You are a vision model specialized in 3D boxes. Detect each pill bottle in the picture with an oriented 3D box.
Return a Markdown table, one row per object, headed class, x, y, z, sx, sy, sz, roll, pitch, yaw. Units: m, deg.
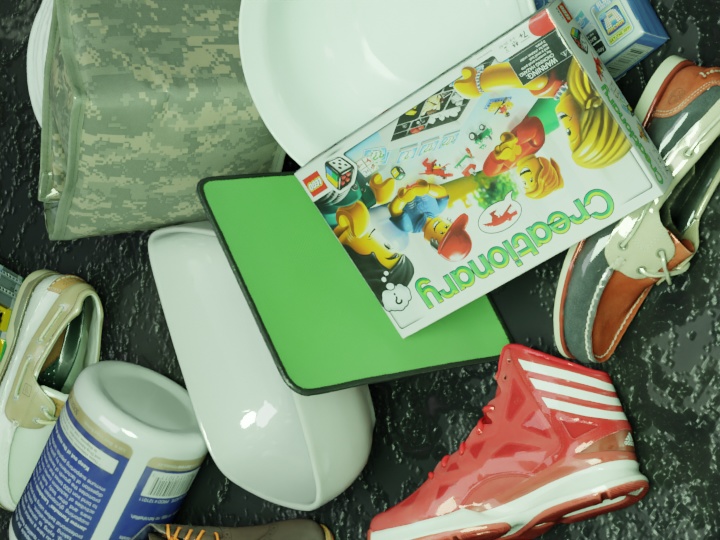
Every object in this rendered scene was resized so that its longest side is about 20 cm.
| class | x | y | z | sx | sy | sz | roll | pitch | yaw |
| --- | --- | --- | --- | --- | --- | --- | --- | --- | --- |
| pill bottle | -0.202 | 0.181 | 1.244 | 0.116 | 0.115 | 0.201 | 40 | 110 | 32 |

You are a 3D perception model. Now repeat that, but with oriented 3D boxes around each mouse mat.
| class | x | y | z | sx | sy | sz | roll | pitch | yaw |
| --- | --- | --- | --- | --- | --- | --- | --- | --- | --- |
| mouse mat | 0.000 | 0.000 | 1.047 | 0.008 | 0.199 | 0.162 | -47 | 61 | 41 |

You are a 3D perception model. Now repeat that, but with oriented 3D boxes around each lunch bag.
| class | x | y | z | sx | sy | sz | roll | pitch | yaw |
| --- | --- | --- | --- | --- | --- | --- | --- | --- | --- |
| lunch bag | -0.140 | -0.098 | 1.142 | 0.201 | 0.162 | 0.119 | 112 | 148 | -52 |

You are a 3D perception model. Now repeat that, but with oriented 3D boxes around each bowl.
| class | x | y | z | sx | sy | sz | roll | pitch | yaw |
| --- | --- | --- | --- | --- | --- | --- | --- | --- | --- |
| bowl | -0.063 | 0.055 | 1.121 | 0.199 | 0.074 | 0.202 | 4 | 112 | 61 |
| bowl | 0.030 | -0.151 | 1.023 | 0.199 | 0.090 | 0.203 | 9 | 115 | 19 |

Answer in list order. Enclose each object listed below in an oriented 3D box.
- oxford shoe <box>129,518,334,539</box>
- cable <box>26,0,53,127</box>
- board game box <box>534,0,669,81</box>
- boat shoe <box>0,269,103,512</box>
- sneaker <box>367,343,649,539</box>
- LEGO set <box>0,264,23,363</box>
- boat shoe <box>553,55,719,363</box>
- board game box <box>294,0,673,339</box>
| class | x | y | z | sx | sy | sz | roll | pitch | yaw |
| --- | --- | --- | --- | --- | --- | --- | --- | --- | --- |
| oxford shoe | -0.117 | 0.214 | 1.154 | 0.198 | 0.073 | 0.071 | -19 | 36 | 0 |
| cable | -0.179 | -0.175 | 1.275 | 0.199 | 0.069 | 0.202 | 15 | 96 | 38 |
| board game box | 0.080 | -0.181 | 1.089 | 0.199 | 0.043 | 0.201 | -36 | 69 | 31 |
| boat shoe | -0.258 | 0.103 | 1.319 | 0.068 | 0.074 | 0.203 | 11 | 94 | 43 |
| sneaker | 0.088 | 0.117 | 1.060 | 0.198 | 0.078 | 0.117 | -19 | 67 | 23 |
| LEGO set | -0.387 | 0.049 | 1.373 | 0.199 | 0.116 | 0.155 | -9 | 58 | 43 |
| boat shoe | 0.180 | -0.030 | 0.990 | 0.062 | 0.071 | 0.202 | 28 | 101 | 32 |
| board game box | 0.071 | -0.057 | 0.974 | 0.199 | 0.035 | 0.127 | -31 | 97 | 30 |
